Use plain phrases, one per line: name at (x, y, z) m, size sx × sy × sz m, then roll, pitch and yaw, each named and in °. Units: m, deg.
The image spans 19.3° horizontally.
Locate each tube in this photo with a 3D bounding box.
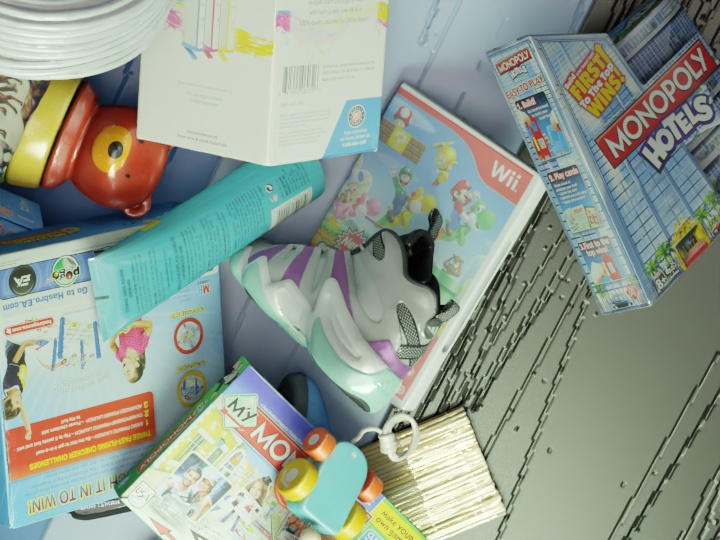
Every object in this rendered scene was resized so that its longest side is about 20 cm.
tube at (-0.112, -0.027, 1.519) m, size 0.200 × 0.050 × 0.078 m, roll -35°, pitch 135°, yaw -30°

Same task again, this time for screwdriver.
screwdriver at (-0.263, 0.184, 1.629) m, size 0.199 × 0.028 × 0.029 m, roll -6°, pitch 132°, yaw -3°

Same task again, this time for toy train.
toy train at (-0.007, 0.205, 1.529) m, size 0.150 × 0.056 × 0.201 m, roll -5°, pitch 93°, yaw -42°

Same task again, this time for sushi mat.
sushi mat at (0.006, 0.185, 1.643) m, size 0.200 × 0.012 × 0.096 m, roll -23°, pitch 103°, yaw 4°

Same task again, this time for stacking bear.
stacking bear at (-0.233, -0.107, 1.520) m, size 0.200 × 0.114 × 0.122 m, roll 23°, pitch 80°, yaw -5°

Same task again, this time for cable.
cable at (-0.215, -0.218, 1.384) m, size 0.199 × 0.200 × 0.069 m, roll 5°, pitch 146°, yaw -17°

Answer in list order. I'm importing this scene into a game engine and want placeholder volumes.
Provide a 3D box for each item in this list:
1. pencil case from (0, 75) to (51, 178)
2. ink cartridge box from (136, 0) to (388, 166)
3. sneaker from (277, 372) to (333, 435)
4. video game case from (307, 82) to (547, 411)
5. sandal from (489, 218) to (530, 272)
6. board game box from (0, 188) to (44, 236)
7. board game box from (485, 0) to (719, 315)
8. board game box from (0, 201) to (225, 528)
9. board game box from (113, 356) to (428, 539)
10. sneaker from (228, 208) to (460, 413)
pencil case at (-0.272, -0.072, 1.417) m, size 0.078 × 0.089 × 0.200 m, roll 23°, pitch 86°, yaw -11°
ink cartridge box at (-0.065, -0.185, 1.477) m, size 0.125 × 0.128 × 0.201 m, roll 13°, pitch 104°, yaw 35°
sneaker at (-0.026, 0.172, 1.606) m, size 0.078 × 0.066 × 0.201 m, roll -6°, pitch 102°, yaw -14°
video game case at (0.034, -0.018, 1.554) m, size 0.143 × 0.017 × 0.200 m, roll 37°, pitch 102°, yaw 30°
sandal at (0.058, 0.012, 1.578) m, size 0.082 × 0.055 × 0.200 m, roll 38°, pitch 103°, yaw 29°
board game box at (-0.351, -0.025, 1.510) m, size 0.200 × 0.037 × 0.151 m, roll 24°, pitch 125°, yaw -36°
board game box at (0.192, -0.109, 1.503) m, size 0.200 × 0.062 × 0.200 m, roll -43°, pitch 104°, yaw -27°
board game box at (-0.192, 0.064, 1.533) m, size 0.200 × 0.056 × 0.196 m, roll -13°, pitch 107°, yaw -40°
board game box at (-0.063, 0.179, 1.547) m, size 0.135 × 0.029 × 0.200 m, roll -45°, pitch 109°, yaw -2°
sneaker at (0.000, 0.000, 1.528) m, size 0.140 × 0.200 × 0.078 m, roll -46°, pitch 141°, yaw -1°
